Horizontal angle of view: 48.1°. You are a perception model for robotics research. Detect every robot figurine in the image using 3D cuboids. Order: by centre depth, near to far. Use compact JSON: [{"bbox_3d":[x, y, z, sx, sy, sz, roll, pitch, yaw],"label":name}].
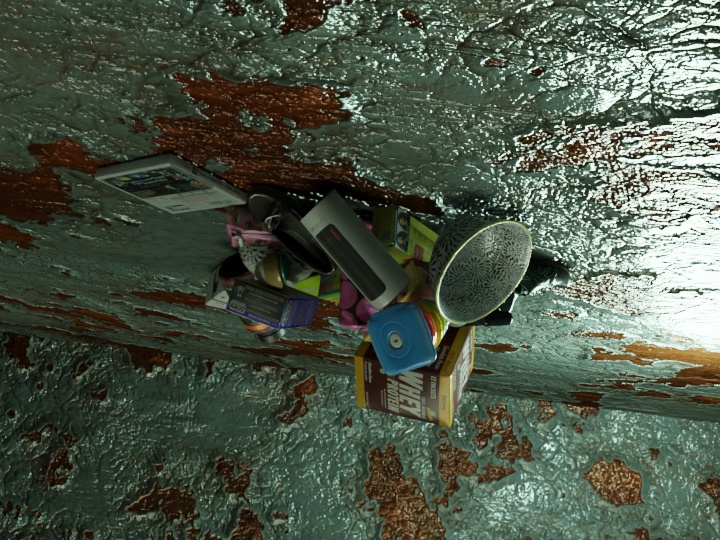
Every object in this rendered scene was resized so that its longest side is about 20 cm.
[{"bbox_3d":[0.224,0.045,1.584,0.197,0.127,0.149,-1,178,-39],"label":"robot figurine"}]

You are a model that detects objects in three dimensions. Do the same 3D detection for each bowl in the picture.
[{"bbox_3d":[0.181,-0.020,1.356,0.200,0.202,0.094,25,-164,-48],"label":"bowl"},{"bbox_3d":[-0.164,-0.022,1.625,0.197,0.096,0.201,7,164,2],"label":"bowl"}]

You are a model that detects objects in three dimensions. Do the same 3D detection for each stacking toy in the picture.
[{"bbox_3d":[0.112,0.093,1.389,0.115,0.111,0.199,-23,178,37],"label":"stacking toy"}]

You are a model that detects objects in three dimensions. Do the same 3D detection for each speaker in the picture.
[{"bbox_3d":[-0.009,-0.036,1.333,0.201,0.081,0.081,50,157,-5],"label":"speaker"}]

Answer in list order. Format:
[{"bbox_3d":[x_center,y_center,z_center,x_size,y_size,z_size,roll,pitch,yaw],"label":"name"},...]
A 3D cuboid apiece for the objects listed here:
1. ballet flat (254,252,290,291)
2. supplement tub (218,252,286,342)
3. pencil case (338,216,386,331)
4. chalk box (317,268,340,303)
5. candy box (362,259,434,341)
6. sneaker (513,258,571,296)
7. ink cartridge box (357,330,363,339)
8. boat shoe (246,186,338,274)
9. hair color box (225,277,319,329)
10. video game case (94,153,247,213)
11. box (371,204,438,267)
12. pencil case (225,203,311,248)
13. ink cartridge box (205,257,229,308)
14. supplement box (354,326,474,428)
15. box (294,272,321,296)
[{"bbox_3d":[-0.162,0.005,1.458,0.062,0.070,0.200,-11,-179,-1],"label":"ballet flat"},{"bbox_3d":[-0.228,0.062,1.778,0.105,0.108,0.202,-1,128,30],"label":"supplement tub"},{"bbox_3d":[0.010,0.006,1.440,0.092,0.204,0.091,2,176,1],"label":"pencil case"},{"bbox_3d":[0.000,0.000,1.562,0.197,0.126,0.124,16,164,-32],"label":"chalk box"},{"bbox_3d":[0.096,0.064,1.488,0.115,0.057,0.201,9,139,-29],"label":"candy box"},{"bbox_3d":[0.324,0.015,1.548,0.197,0.081,0.075,14,164,-29],"label":"sneaker"},{"bbox_3d":[0.112,0.101,1.836,0.196,0.147,0.145,1,163,24],"label":"ink cartridge box"},{"bbox_3d":[-0.112,-0.068,1.362,0.199,0.067,0.057,39,-157,-8],"label":"boat shoe"},{"bbox_3d":[-0.158,0.061,1.493,0.108,0.066,0.200,19,-179,14],"label":"hair color box"},{"bbox_3d":[-0.325,-0.146,1.391,0.197,0.024,0.181,-3,162,37],"label":"video game case"},{"bbox_3d":[0.090,-0.047,1.446,0.049,0.077,0.199,-5,160,32],"label":"box"},{"bbox_3d":[-0.139,-0.073,1.441,0.196,0.088,0.083,5,158,1],"label":"pencil case"},{"bbox_3d":[-0.278,0.042,1.936,0.143,0.085,0.199,13,164,-21],"label":"ink cartridge box"},{"bbox_3d":[0.114,0.184,1.637,0.196,0.198,0.135,10,125,19],"label":"supplement box"},{"bbox_3d":[-0.082,0.019,1.715,0.121,0.048,0.199,-29,-174,-32],"label":"box"}]
